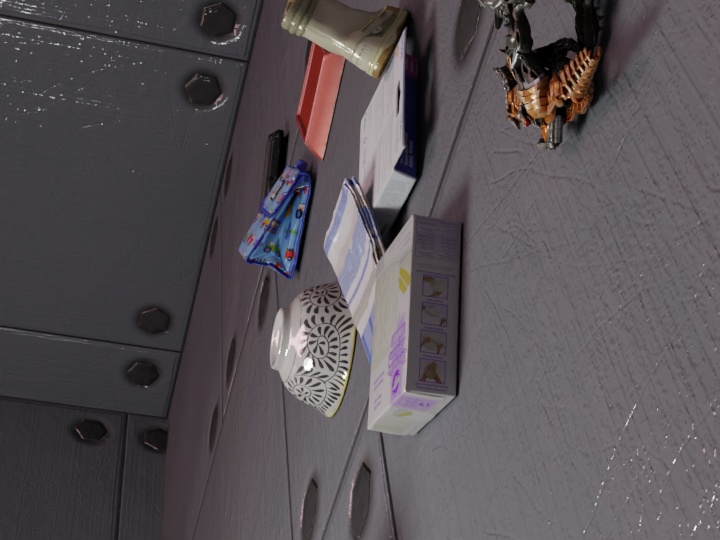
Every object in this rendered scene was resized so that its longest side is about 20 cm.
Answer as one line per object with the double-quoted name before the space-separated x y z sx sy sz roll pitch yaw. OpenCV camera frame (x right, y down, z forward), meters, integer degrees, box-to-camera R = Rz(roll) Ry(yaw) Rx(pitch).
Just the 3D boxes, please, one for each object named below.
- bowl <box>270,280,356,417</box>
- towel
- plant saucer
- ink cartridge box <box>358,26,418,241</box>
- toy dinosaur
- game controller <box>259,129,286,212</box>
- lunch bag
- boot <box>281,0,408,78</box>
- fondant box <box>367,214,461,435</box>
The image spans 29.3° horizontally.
"bowl" -0.075 0.104 1.960 0.201 0.094 0.201 -172 90 -78
"towel" 0.000 0.000 1.734 0.147 0.024 0.200 110 147 -48
"plant saucer" -0.073 -0.313 2.392 0.200 0.037 0.200 -111 31 -67
"ink cartridge box" 0.043 -0.169 1.746 0.200 0.043 0.197 121 157 -54
"toy dinosaur" 0.164 -0.169 1.145 0.200 0.102 0.136 0 96 60
"game controller" -0.176 -0.181 2.781 0.104 0.042 0.200 90 -175 -72
"lunch bag" -0.134 -0.100 2.445 0.151 0.094 0.200 -144 76 -77
"boot" -0.022 -0.333 1.831 0.200 0.154 0.072 -72 8 -63
"fondant box" 0.057 0.060 1.476 0.144 0.058 0.200 124 151 -63
